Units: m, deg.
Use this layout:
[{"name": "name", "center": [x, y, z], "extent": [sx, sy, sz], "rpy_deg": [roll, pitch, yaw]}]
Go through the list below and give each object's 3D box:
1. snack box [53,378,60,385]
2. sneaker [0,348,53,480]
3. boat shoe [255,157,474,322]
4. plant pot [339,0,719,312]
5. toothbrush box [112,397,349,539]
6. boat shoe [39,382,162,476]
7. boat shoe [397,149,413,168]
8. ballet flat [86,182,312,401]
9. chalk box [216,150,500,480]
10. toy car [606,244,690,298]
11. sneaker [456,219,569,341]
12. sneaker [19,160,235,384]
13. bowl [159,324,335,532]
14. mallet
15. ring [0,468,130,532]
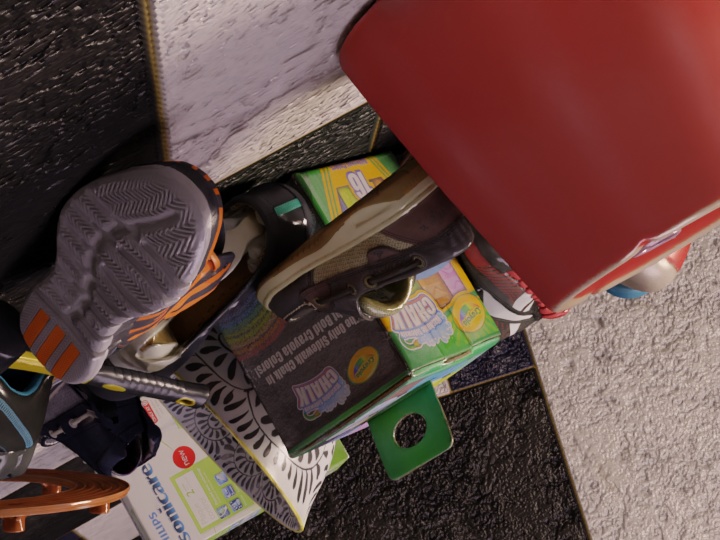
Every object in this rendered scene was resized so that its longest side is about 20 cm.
[{"name": "snack box", "center": [-0.251, 0.083, 1.258], "extent": [0.200, 0.024, 0.072], "rpy_deg": [-29, 170, -11]}, {"name": "sneaker", "center": [-0.265, 0.085, 1.142], "extent": [0.200, 0.073, 0.082], "rpy_deg": [-5, 125, -62]}, {"name": "boat shoe", "center": [0.001, -0.001, 1.102], "extent": [0.072, 0.066, 0.201], "rpy_deg": [-35, 178, -33]}, {"name": "plant pot", "center": [0.116, -0.088, 0.989], "extent": [0.200, 0.178, 0.200], "rpy_deg": [-29, 173, -4]}, {"name": "toothbrush box", "center": [-0.134, 0.166, 1.759], "extent": [0.200, 0.146, 0.086], "rpy_deg": [-28, 172, -13]}, {"name": "boat shoe", "center": [-0.206, 0.122, 1.414], "extent": [0.075, 0.093, 0.200], "rpy_deg": [-27, 171, -23]}, {"name": "boat shoe", "center": [0.102, -0.093, 1.277], "extent": [0.200, 0.076, 0.074], "rpy_deg": [-36, 167, 32]}, {"name": "ballet flat", "center": [-0.115, 0.016, 1.181], "extent": [0.200, 0.073, 0.073], "rpy_deg": [-40, 169, 19]}, {"name": "chalk box", "center": [0.000, 0.040, 1.264], "extent": [0.124, 0.200, 0.124], "rpy_deg": [-35, 171, 34]}, {"name": "toy car", "center": [0.202, -0.103, 1.437], "extent": [0.200, 0.177, 0.184], "rpy_deg": [-58, 167, -4]}, {"name": "sneaker", "center": [0.093, 0.007, 1.357], "extent": [0.098, 0.071, 0.200], "rpy_deg": [-28, 162, 8]}, {"name": "sneaker", "center": [-0.109, -0.019, 1.024], "extent": [0.112, 0.078, 0.200], "rpy_deg": [-38, 179, -40]}, {"name": "bowl", "center": [-0.079, 0.085, 1.354], "extent": [0.094, 0.201, 0.201], "rpy_deg": [-42, 175, -13]}, {"name": "mallet", "center": [-0.163, 0.056, 1.124], "extent": [0.200, 0.041, 0.066], "rpy_deg": [10, 144, -40]}, {"name": "ring", "center": [-0.244, 0.144, 1.171], "extent": [0.200, 0.019, 0.200], "rpy_deg": [1, -179, 0]}]
